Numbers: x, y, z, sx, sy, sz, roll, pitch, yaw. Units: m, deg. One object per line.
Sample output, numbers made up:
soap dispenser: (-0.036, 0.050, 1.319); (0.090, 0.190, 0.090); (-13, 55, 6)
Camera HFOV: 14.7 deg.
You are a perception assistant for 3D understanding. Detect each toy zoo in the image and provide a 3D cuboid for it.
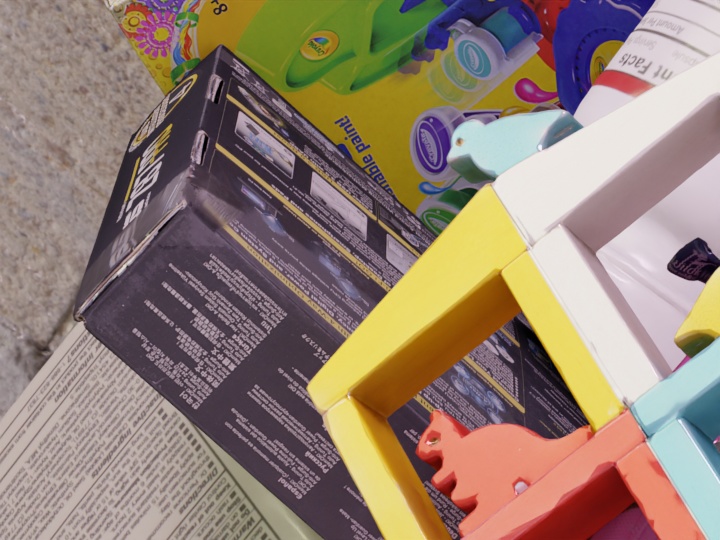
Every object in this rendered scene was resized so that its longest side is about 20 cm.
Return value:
toy zoo: (0.067, 0.039, 0.613); (0.131, 0.020, 0.200); (-39, 51, 12)

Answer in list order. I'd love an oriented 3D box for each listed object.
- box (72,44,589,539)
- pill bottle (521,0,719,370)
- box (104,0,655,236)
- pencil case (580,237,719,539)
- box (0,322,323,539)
box: (0.016, 0.035, 0.773); (0.049, 0.200, 0.161); (-45, 13, 13)
pill bottle: (0.133, -0.049, 0.805); (0.200, 0.112, 0.112); (-53, 8, -2)
box: (0.036, -0.087, 0.907); (0.192, 0.200, 0.122); (-30, 36, 5)
pencil case: (0.061, 0.099, 0.657); (0.201, 0.090, 0.094); (-56, -7, -3)
box: (-0.042, 0.113, 0.846); (0.128, 0.109, 0.200); (-51, 35, 5)
